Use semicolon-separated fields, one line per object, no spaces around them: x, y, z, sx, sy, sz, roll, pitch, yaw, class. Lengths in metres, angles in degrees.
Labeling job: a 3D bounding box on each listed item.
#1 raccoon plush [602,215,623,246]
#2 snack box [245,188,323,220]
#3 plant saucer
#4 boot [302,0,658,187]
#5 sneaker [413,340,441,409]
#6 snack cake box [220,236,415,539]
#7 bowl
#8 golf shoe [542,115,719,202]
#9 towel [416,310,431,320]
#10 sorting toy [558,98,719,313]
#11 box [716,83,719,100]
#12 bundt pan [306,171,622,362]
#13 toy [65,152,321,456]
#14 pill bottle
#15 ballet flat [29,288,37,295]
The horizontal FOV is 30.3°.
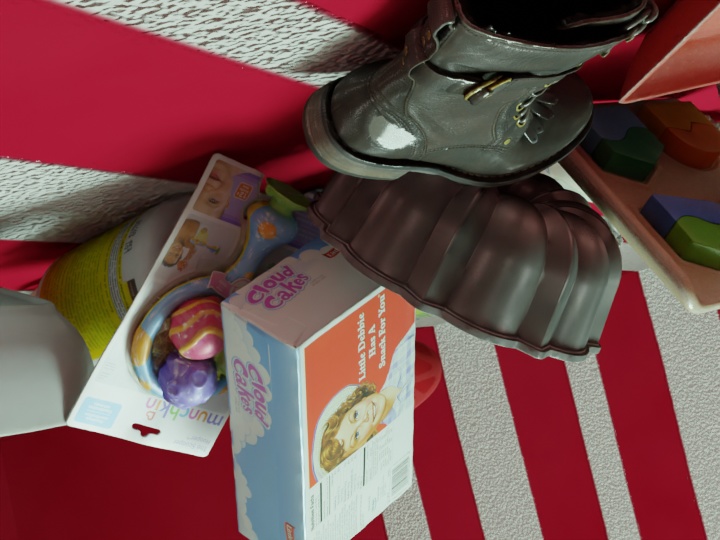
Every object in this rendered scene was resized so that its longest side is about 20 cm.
0.162;-0.021;1.203;0.199;0.097;0.134;-17;-149;31;raccoon plush
-0.056;-0.026;1.094;0.116;0.037;0.199;-8;171;-45;snack box
0.247;-0.147;0.688;0.199;0.037;0.200;-14;174;-6;plant saucer
0.082;-0.096;0.649;0.199;0.070;0.174;-10;171;-33;boot
0.018;0.080;1.013;0.199;0.079;0.115;-7;171;-45;sneaker
-0.024;0.085;0.860;0.067;0.201;0.115;28;-136;32;snack cake box
-0.287;0.046;0.852;0.199;0.075;0.200;12;-173;31;bowl
0.231;-0.089;1.092;0.199;0.079;0.097;0;-177;-42;golf shoe
-0.033;0.043;1.028;0.199;0.023;0.143;-17;171;22;towel
0.220;-0.056;0.887;0.199;0.185;0.037;-5;138;-43;sorting toy
0.339;-0.108;0.863;0.199;0.117;0.060;-13;174;-16;box
0.072;-0.030;0.810;0.201;0.076;0.202;23;-164;-7;bundt pan
-0.089;0.036;0.845;0.115;0.201;0.047;21;-168;-39;toy
-0.162;0.022;0.962;0.109;0.110;0.199;-7;171;-43;pill bottle
-0.260;0.038;1.166;0.075;0.068;0.200;14;156;-25;ballet flat
